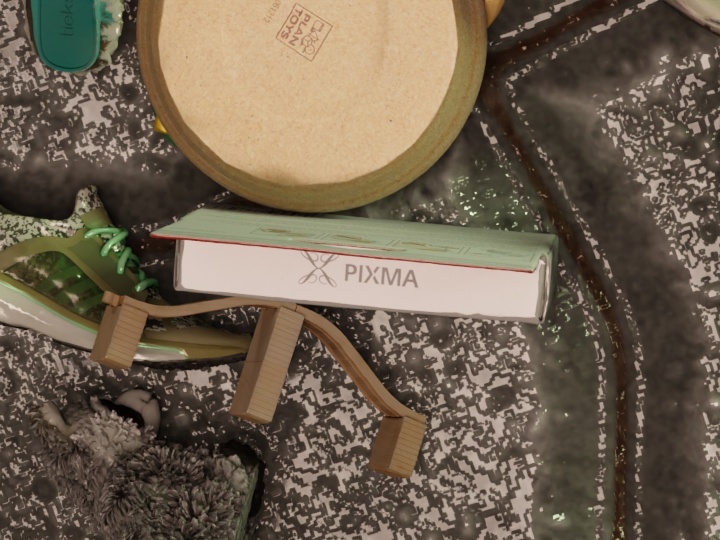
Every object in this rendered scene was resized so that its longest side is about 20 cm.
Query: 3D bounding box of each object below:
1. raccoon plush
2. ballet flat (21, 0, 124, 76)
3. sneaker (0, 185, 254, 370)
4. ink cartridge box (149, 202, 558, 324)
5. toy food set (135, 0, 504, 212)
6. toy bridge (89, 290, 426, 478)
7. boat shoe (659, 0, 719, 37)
[{"bbox_3d":[-0.133,0.148,1.482,0.133,0.200,0.097,13,132,6],"label":"raccoon plush"},{"bbox_3d":[-0.150,-0.200,1.454,0.071,0.072,0.201,11,125,6],"label":"ballet flat"},{"bbox_3d":[-0.148,-0.001,1.512,0.199,0.077,0.089,17,89,1],"label":"sneaker"},{"bbox_3d":[0.000,0.000,1.435,0.199,0.174,0.044,5,98,7],"label":"ink cartridge box"},{"bbox_3d":[-0.028,-0.132,1.483,0.197,0.049,0.201,17,101,5],"label":"toy food set"},{"bbox_3d":[-0.051,0.049,1.483,0.199,0.027,0.068,23,78,-24],"label":"toy bridge"},{"bbox_3d":[0.149,-0.185,1.443,0.199,0.076,0.072,27,98,-7],"label":"boat shoe"}]
